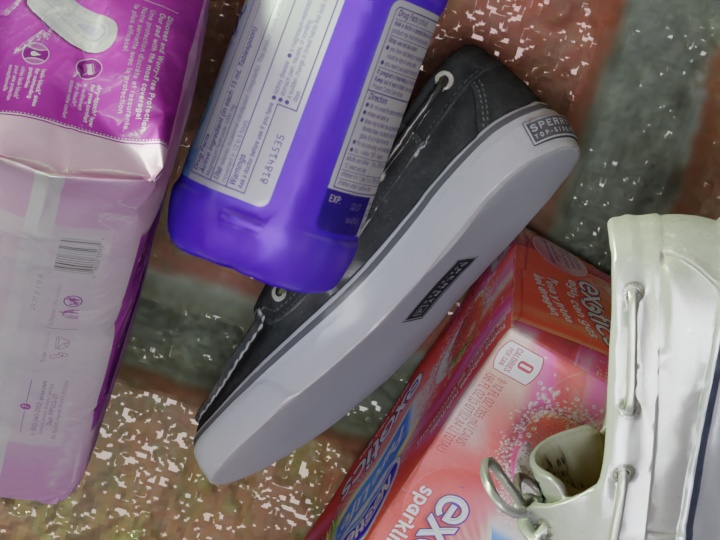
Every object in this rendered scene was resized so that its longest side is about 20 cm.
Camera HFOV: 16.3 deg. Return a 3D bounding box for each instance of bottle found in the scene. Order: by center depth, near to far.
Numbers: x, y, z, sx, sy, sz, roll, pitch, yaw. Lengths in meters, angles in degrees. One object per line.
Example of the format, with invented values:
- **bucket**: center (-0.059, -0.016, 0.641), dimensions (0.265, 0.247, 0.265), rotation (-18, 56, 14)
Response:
- **bottle**: center (-0.005, -0.093, 0.863), dimensions (0.065, 0.084, 0.201), rotation (21, 95, 8)

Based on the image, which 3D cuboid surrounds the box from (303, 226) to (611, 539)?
- **box**: center (0.049, 0.100, 0.951), dimensions (0.102, 0.095, 0.200), rotation (30, 113, -9)

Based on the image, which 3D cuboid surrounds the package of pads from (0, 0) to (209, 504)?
- **package of pads**: center (-0.106, -0.019, 0.864), dimensions (0.075, 0.121, 0.200), rotation (14, 141, -6)

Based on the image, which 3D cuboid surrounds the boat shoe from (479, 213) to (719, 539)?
- **boat shoe**: center (0.082, 0.075, 0.844), dimensions (0.086, 0.075, 0.203), rotation (8, 112, 0)

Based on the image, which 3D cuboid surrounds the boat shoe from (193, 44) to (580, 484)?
- **boat shoe**: center (0.000, 0.000, 0.937), dimensions (0.200, 0.069, 0.057), rotation (-46, 70, 23)
